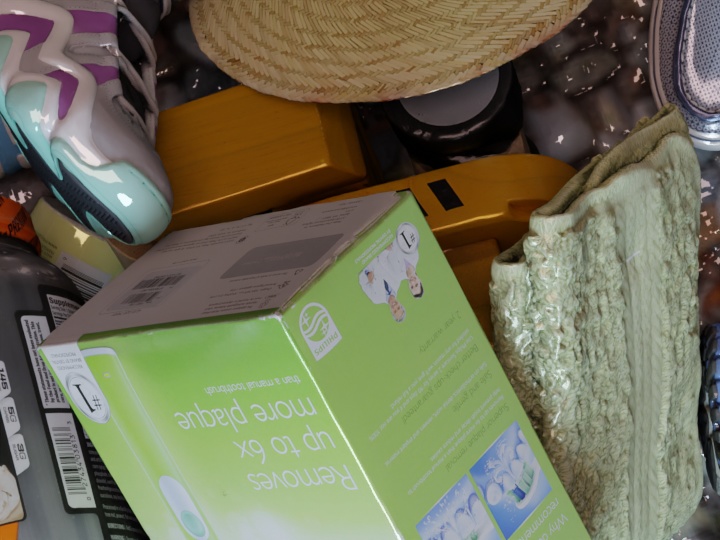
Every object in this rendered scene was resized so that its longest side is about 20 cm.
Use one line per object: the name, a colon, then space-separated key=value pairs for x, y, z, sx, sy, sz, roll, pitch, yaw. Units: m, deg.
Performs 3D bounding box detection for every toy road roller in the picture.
toy road roller: x=0.000 y=0.000 z=1.060 sx=0.198 sy=0.123 sz=0.147 roll=-15 pitch=63 yaw=6

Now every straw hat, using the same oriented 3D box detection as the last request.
straw hat: x=0.010 y=-0.164 z=1.047 sx=0.199 sy=0.202 sz=0.085 roll=-13 pitch=131 yaw=4

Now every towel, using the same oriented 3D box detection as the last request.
towel: x=0.099 y=0.045 z=1.033 sx=0.036 sy=0.148 sz=0.201 roll=14 pitch=120 yaw=28

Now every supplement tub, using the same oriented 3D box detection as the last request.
supplement tub: x=-0.155 y=0.078 z=1.033 sx=0.122 sy=0.123 sz=0.201 roll=-20 pitch=69 yaw=4

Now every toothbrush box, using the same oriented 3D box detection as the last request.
toothbrush box: x=-0.008 y=0.082 z=0.971 sx=0.086 sy=0.145 sz=0.201 roll=-44 pitch=114 yaw=-37

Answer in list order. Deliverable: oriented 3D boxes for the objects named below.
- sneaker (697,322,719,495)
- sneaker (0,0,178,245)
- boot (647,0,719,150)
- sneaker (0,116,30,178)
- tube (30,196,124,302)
sneaker: x=0.196 y=0.118 z=1.087 sx=0.084 sy=0.077 sz=0.202 roll=-7 pitch=88 yaw=0
sneaker: x=-0.093 y=-0.109 z=1.025 sx=0.140 sy=0.078 sz=0.200 roll=-36 pitch=55 yaw=-7
boot: x=0.172 y=-0.151 z=1.087 sx=0.072 sy=0.090 sz=0.202 roll=17 pitch=90 yaw=5
sneaker: x=-0.216 y=-0.118 z=1.127 sx=0.086 sy=0.075 sz=0.201 roll=-29 pitch=85 yaw=2
tube: x=-0.166 y=0.065 z=1.135 sx=0.058 sy=0.052 sz=0.201 roll=32 pitch=96 yaw=46
